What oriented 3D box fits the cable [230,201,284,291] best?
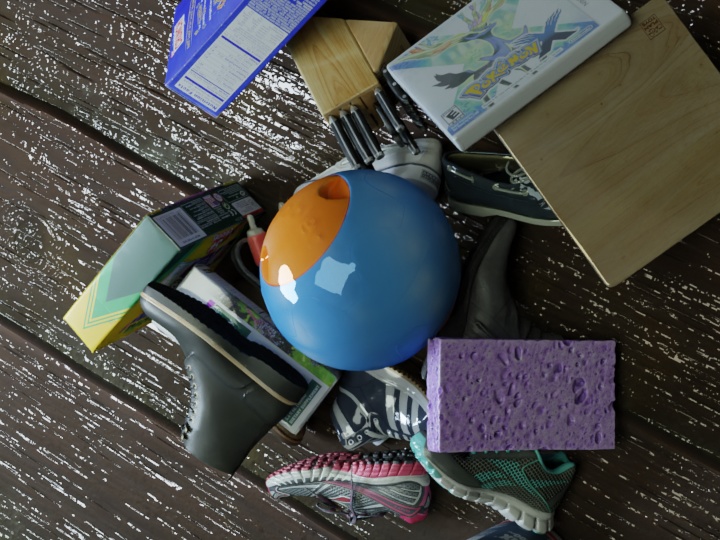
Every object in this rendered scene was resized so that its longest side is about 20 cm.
[{"bbox_3d":[-0.083,0.026,1.814,0.097,0.050,0.200,-13,82,-12],"label":"cable"}]

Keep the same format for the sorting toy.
[{"bbox_3d":[0.260,-0.118,1.548,0.200,0.070,0.199,-35,83,4],"label":"sorting toy"}]

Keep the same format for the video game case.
[{"bbox_3d":[0.139,-0.218,1.577,0.200,0.022,0.182,-37,36,1],"label":"video game case"}]

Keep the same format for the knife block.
[{"bbox_3d":[-0.020,-0.177,1.711,0.200,0.064,0.176,10,65,30],"label":"knife block"}]

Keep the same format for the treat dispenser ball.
[{"bbox_3d":[0.000,0.000,1.617,0.201,0.201,0.201,4,97,32],"label":"treat dispenser ball"}]

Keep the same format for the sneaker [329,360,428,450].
[{"bbox_3d":[0.050,0.168,1.750,0.200,0.070,0.109,36,108,31],"label":"sneaker"}]

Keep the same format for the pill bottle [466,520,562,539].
[{"bbox_3d":[0.127,0.329,1.644,0.120,0.200,0.120,4,98,31],"label":"pill bottle"}]

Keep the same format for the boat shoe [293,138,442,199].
[{"bbox_3d":[0.008,-0.102,1.752,0.200,0.072,0.066,-13,54,47],"label":"boat shoe"}]

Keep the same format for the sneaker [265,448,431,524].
[{"bbox_3d":[-0.017,0.242,1.796,0.200,0.081,0.075,-5,95,32],"label":"sneaker"}]

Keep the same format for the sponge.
[{"bbox_3d":[0.160,0.122,1.610,0.030,0.200,0.112,-179,91,-66],"label":"sponge"}]

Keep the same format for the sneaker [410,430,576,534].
[{"bbox_3d":[0.137,0.191,1.651,0.091,0.200,0.078,-56,34,10],"label":"sneaker"}]

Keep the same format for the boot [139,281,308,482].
[{"bbox_3d":[-0.174,0.118,1.703,0.200,0.077,0.138,37,101,1],"label":"boot"}]

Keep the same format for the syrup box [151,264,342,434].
[{"bbox_3d":[-0.122,0.084,1.774,0.200,0.081,0.079,38,93,1],"label":"syrup box"}]

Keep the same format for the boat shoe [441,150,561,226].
[{"bbox_3d":[0.171,-0.092,1.643,0.200,0.075,0.062,9,129,38],"label":"boat shoe"}]

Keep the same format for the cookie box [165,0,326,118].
[{"bbox_3d":[-0.119,-0.289,1.750,0.200,0.075,0.171,-43,29,28],"label":"cookie box"}]

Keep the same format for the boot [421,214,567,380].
[{"bbox_3d":[0.156,0.050,1.674,0.132,0.070,0.200,23,83,-1],"label":"boot"}]

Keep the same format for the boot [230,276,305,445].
[{"bbox_3d":[-0.102,0.100,1.843,0.075,0.074,0.200,-30,77,21],"label":"boot"}]

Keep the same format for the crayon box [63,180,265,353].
[{"bbox_3d":[-0.217,-0.007,1.819,0.058,0.200,0.173,46,117,7],"label":"crayon box"}]
